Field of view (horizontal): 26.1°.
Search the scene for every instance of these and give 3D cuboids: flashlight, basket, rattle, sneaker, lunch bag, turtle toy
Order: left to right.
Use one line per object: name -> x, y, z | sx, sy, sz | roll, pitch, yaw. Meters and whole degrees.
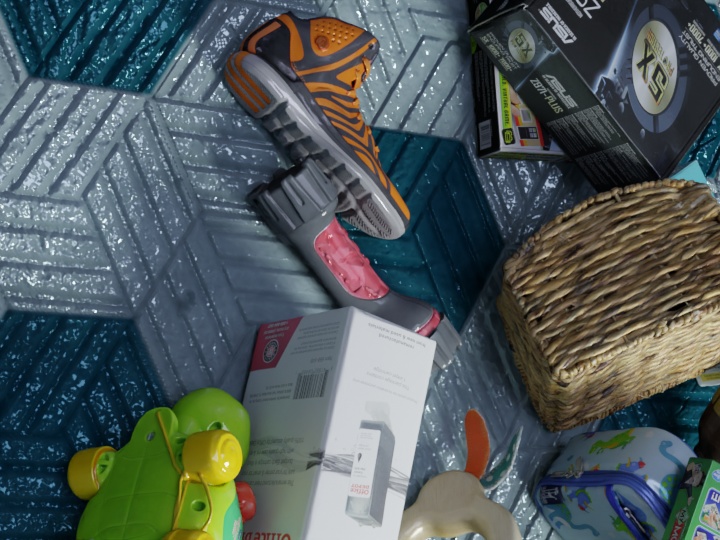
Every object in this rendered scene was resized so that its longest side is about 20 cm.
turtle toy -> -0.132, 0.167, 1.105 | 0.101, 0.145, 0.201 | 47, 43, -41
sneaker -> -0.007, -0.127, 1.249 | 0.200, 0.077, 0.112 | 50, 63, -14
flashlight -> 0.000, 0.000, 1.237 | 0.068, 0.068, 0.200 | -41, 106, -18
rattle -> 0.092, 0.234, 1.261 | 0.143, 0.130, 0.200 | 54, 34, -25
basket -> 0.219, 0.025, 1.324 | 0.199, 0.149, 0.143 | -24, 65, -5
lunch bag -> 0.251, 0.224, 1.300 | 0.082, 0.160, 0.200 | -45, 106, -28

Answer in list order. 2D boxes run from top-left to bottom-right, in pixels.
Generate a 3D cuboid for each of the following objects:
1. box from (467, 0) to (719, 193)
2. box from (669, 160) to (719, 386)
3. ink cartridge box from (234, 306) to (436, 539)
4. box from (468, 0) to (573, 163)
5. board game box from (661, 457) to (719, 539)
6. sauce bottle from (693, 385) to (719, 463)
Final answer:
box -> 0.217, -0.194, 1.347 | 0.200, 0.086, 0.164 | 49, 62, -16
box -> 0.307, 0.005, 1.414 | 0.049, 0.082, 0.201 | -33, 100, -31
ink cartridge box -> -0.031, 0.140, 1.154 | 0.084, 0.145, 0.201 | 22, 72, -27
box -> 0.150, -0.199, 1.379 | 0.109, 0.035, 0.201 | 0, 82, -31
board game box -> 0.317, 0.250, 1.230 | 0.199, 0.029, 0.135 | 30, 73, -25
sauce bottle -> 0.339, 0.121, 1.363 | 0.064, 0.201, 0.065 | 20, 32, -13
